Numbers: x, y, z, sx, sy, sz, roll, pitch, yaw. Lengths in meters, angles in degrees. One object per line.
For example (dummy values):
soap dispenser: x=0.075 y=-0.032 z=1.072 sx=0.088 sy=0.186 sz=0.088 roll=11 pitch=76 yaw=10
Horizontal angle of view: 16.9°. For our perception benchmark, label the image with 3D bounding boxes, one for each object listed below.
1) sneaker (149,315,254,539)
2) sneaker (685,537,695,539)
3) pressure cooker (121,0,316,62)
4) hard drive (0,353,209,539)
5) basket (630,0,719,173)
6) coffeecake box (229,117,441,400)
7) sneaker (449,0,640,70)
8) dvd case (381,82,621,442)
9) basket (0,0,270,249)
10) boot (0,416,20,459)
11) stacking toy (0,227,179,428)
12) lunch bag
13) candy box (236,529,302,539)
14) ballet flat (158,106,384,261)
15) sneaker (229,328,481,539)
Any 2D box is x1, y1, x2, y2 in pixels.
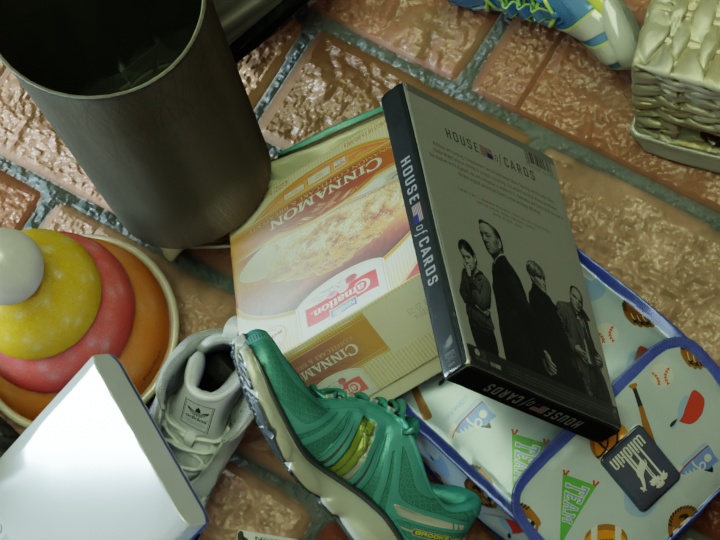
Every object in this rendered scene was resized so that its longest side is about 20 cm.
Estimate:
sneaker: x=-0.120 y=0.118 z=1.573 sx=0.075 sy=0.115 sz=0.200 roll=26 pitch=75 yaw=2
sneaker: x=0.228 y=0.274 z=1.491 sx=0.106 sy=0.075 sz=0.200 roll=-41 pitch=67 yaw=6
pressure cooker: x=-0.096 y=-0.251 z=1.676 sx=0.200 sy=0.179 sz=0.176 roll=-36 pitch=65 yaw=-3
hard drive: x=-0.191 y=0.166 z=1.563 sx=0.200 sy=0.025 sz=0.132 roll=-46 pitch=64 yaw=30
basket: x=0.269 y=-0.174 z=1.610 sx=0.135 sy=0.123 sz=0.200 roll=17 pitch=75 yaw=17
coffeecake box: x=0.000 y=0.000 z=1.552 sx=0.153 sy=0.073 sz=0.200 roll=-31 pitch=30 yaw=12
sneaker: x=0.114 y=-0.197 z=1.683 sx=0.105 sy=0.076 sz=0.200 roll=-35 pitch=60 yaw=9
dvd case: x=0.085 y=-0.005 z=1.453 sx=0.025 sy=0.150 sz=0.200 roll=-33 pitch=53 yaw=30
basket: x=-0.138 y=-0.114 z=1.557 sx=0.136 sy=0.200 sz=0.180 roll=-35 pitch=52 yaw=-7
boot: x=-0.329 y=0.124 z=1.648 sx=0.200 sy=0.070 sz=0.132 roll=26 pitch=79 yaw=29
stacking toy: x=-0.208 y=0.016 z=1.586 sx=0.146 sy=0.200 sz=0.146 roll=-3 pitch=69 yaw=9
lunch bag: x=0.134 y=0.096 z=1.537 sx=0.170 sy=0.124 sz=0.200 roll=-43 pitch=71 yaw=-10
candy box: x=0.005 y=0.239 z=1.443 sx=0.168 sy=0.200 sz=0.072 roll=9 pitch=108 yaw=-10
ballet flat: x=-0.054 y=-0.055 z=1.665 sx=0.200 sy=0.069 sz=0.070 roll=-18 pitch=68 yaw=5
sneaker: x=-0.006 y=0.101 z=1.457 sx=0.080 sy=0.200 sz=0.078 roll=-41 pitch=24 yaw=2
